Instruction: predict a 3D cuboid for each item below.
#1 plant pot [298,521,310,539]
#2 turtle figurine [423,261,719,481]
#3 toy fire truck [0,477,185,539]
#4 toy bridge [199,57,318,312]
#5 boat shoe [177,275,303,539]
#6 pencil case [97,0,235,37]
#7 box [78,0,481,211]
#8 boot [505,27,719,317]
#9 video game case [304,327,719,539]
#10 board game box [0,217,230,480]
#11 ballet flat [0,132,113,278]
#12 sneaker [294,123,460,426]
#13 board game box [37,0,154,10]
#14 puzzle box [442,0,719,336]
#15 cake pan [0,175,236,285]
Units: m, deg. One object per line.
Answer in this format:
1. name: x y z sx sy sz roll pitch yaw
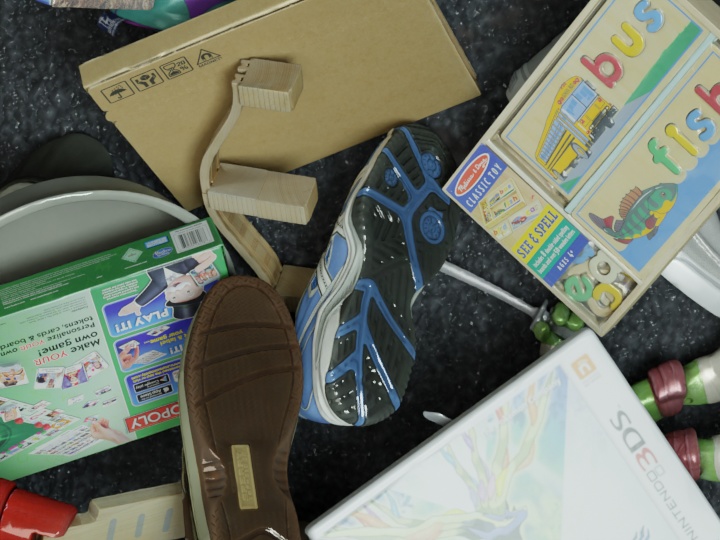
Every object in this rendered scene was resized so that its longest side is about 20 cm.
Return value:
1. plant pot: -0.094 0.247 1.592 0.174 0.200 0.201 4 103 21
2. turtle figurine: 0.137 0.081 1.547 0.193 0.144 0.201 -14 104 8
3. toy fire truck: -0.199 0.169 1.534 0.199 0.129 0.176 16 137 5
4. toy bridge: -0.059 -0.046 1.544 0.067 0.027 0.200 9 140 14
5. boat shoe: -0.077 0.105 1.499 0.074 0.075 0.203 8 65 -18
6. pencil case: -0.093 -0.231 1.531 0.092 0.085 0.201 24 106 40
7. box: -0.043 -0.111 1.527 0.199 0.164 0.021 -22 60 9
8. boot: 0.185 -0.068 1.546 0.096 0.074 0.200 -43 95 19
9. video game case: 0.100 0.163 1.476 0.200 0.022 0.183 -35 95 -6
10. board game box: -0.167 0.054 1.552 0.199 0.029 0.135 -18 135 -7
11. ballet flat: -0.224 0.001 1.598 0.068 0.068 0.200 40 102 1
12. sneaker: 0.000 0.000 1.550 0.076 0.077 0.201 35 62 -27
13. board game box: -0.204 -0.254 1.489 0.200 0.097 0.160 23 105 28
14. puzzle box: 0.151 -0.074 1.497 0.133 0.025 0.200 43 123 9
15. cake pan: -0.174 0.021 1.566 0.199 0.037 0.201 -11 134 -12
